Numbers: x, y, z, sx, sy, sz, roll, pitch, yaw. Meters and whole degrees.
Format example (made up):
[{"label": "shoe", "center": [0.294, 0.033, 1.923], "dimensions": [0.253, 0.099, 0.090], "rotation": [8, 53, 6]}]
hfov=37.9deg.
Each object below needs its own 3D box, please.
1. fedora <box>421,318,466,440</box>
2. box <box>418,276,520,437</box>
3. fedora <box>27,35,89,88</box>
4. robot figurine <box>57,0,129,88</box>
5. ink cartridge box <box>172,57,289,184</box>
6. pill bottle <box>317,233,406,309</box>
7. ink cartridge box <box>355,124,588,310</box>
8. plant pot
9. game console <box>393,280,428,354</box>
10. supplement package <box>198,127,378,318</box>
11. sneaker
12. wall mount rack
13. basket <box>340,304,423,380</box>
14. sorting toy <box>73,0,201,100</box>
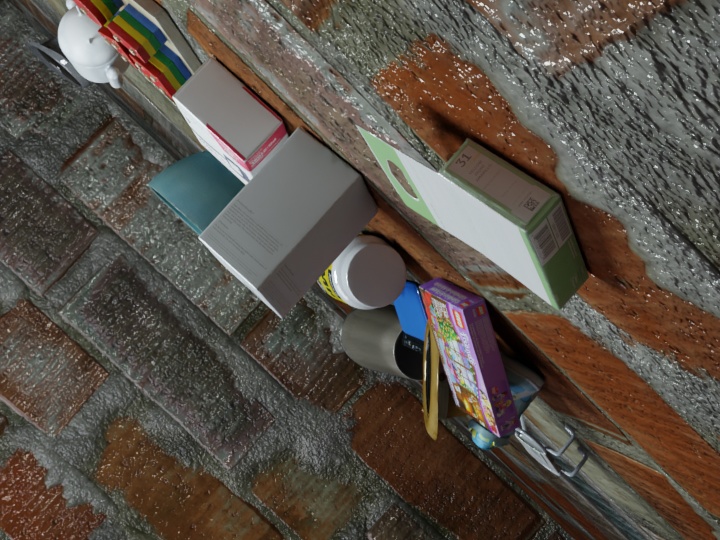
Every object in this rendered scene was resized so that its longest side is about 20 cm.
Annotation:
[{"label": "fedora", "center": [0.142, 0.162, 1.630], "dimensions": [0.081, 0.203, 0.201], "rotation": [1, 173, -2]}, {"label": "box", "center": [0.152, 0.119, 1.470], "dimensions": [0.137, 0.039, 0.202], "rotation": [28, 139, 64]}, {"label": "fedora", "center": [-0.776, -0.570, 2.774], "dimensions": [0.199, 0.091, 0.177], "rotation": [28, 167, 42]}, {"label": "robot figurine", "center": [-0.474, -0.407, 1.875], "dimensions": [0.171, 0.112, 0.200], "rotation": [56, 175, 3]}, {"label": "ink cartridge box", "center": [-0.176, -0.200, 1.525], "dimensions": [0.145, 0.084, 0.200], "rotation": [42, 174, 10]}, {"label": "pill bottle", "center": [0.000, 0.000, 1.639], "dimensions": [0.114, 0.114, 0.200], "rotation": [44, 173, -13]}, {"label": "ink cartridge box", "center": [0.099, -0.061, 0.913], "dimensions": [0.200, 0.048, 0.146], "rotation": [39, 173, 34]}, {"label": "plant pot", "center": [-0.237, -0.124, 1.750], "dimensions": [0.200, 0.135, 0.200], "rotation": [41, 174, 5]}, {"label": "game console", "center": [0.136, 0.089, 1.819], "dimensions": [0.169, 0.120, 0.200], "rotation": [12, -179, -13]}, {"label": "supplement package", "center": [-0.091, -0.062, 1.390], "dimensions": [0.121, 0.200, 0.120], "rotation": [40, 173, 24]}, {"label": "sneaker", "center": [0.211, 0.204, 1.569], "dimensions": [0.079, 0.131, 0.200], "rotation": [31, 170, 22]}, {"label": "wall mount rack", "center": [0.299, 0.270, 1.790], "dimensions": [0.173, 0.075, 0.200], "rotation": [34, 170, 34]}, {"label": "basket", "center": [0.078, 0.141, 2.018], "dimensions": [0.179, 0.138, 0.200], "rotation": [15, 178, -22]}, {"label": "sorting toy", "center": [-0.340, -0.359, 1.563], "dimensions": [0.198, 0.070, 0.200], "rotation": [41, 174, 22]}]
